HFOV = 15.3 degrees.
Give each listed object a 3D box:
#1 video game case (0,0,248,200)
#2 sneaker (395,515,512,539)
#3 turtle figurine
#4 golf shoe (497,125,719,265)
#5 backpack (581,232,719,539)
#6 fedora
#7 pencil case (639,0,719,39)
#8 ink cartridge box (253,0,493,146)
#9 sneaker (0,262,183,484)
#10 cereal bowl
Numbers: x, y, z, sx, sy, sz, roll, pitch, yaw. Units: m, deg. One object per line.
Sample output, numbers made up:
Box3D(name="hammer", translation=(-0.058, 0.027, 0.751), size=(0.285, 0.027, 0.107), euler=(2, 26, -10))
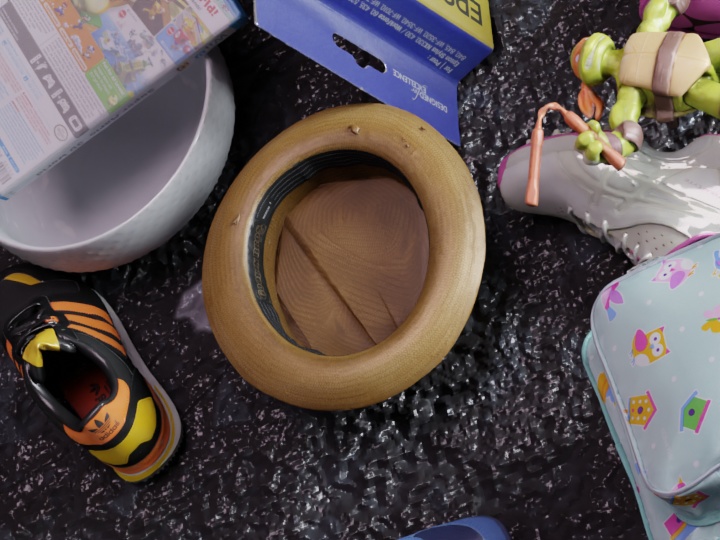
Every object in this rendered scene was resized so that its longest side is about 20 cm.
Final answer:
Box3D(name="video game case", translation=(-0.188, -0.160, 1.731), size=(0.199, 0.018, 0.144), euler=(-35, 75, 10))
Box3D(name="sneaker", translation=(-0.004, 0.195, 1.541), size=(0.199, 0.082, 0.074), euler=(-27, 54, 13))
Box3D(name="turtle figurine", translation=(0.180, -0.105, 1.523), size=(0.160, 0.065, 0.201), euler=(10, 60, 26))
Box3D(name="golf shoe", translation=(0.165, -0.033, 1.567), size=(0.199, 0.075, 0.092), euler=(2, 70, 32))
Box3D(name="backpack", translation=(0.229, 0.061, 1.436), size=(0.199, 0.154, 0.177), euler=(-24, 51, 9))
Box3D(name="fedora", translation=(0.000, 0.000, 1.634), size=(0.199, 0.082, 0.202), euler=(-11, 65, 23))
Box3D(name="pencil case", translation=(0.218, -0.240, 1.633), size=(0.094, 0.090, 0.202), euler=(-36, 46, 55))
Box3D(name="ink cartridge box", translation=(0.006, -0.204, 1.665), size=(0.047, 0.197, 0.201), euler=(-28, 54, 31))
Box3D(name="sneaker", translation=(-0.190, 0.048, 1.715), size=(0.070, 0.090, 0.200), euler=(-45, 53, 2))
Box3D(name="cereal bowl", translation=(-0.165, -0.085, 1.773), size=(0.199, 0.083, 0.202), euler=(-13, 61, 24))
